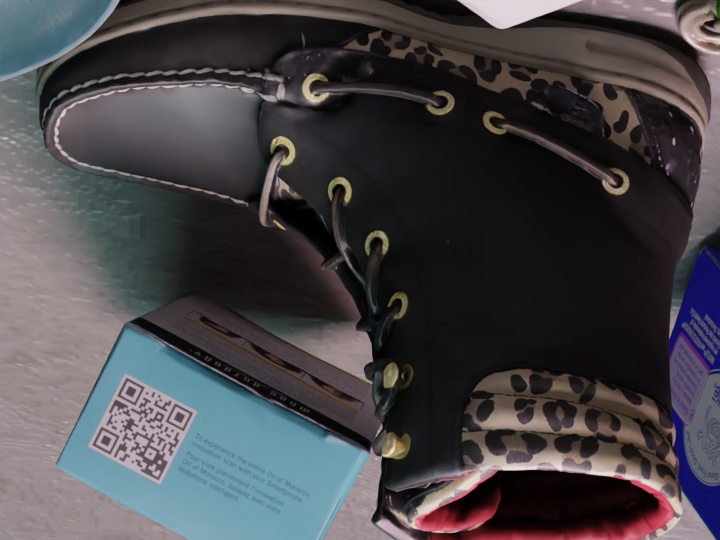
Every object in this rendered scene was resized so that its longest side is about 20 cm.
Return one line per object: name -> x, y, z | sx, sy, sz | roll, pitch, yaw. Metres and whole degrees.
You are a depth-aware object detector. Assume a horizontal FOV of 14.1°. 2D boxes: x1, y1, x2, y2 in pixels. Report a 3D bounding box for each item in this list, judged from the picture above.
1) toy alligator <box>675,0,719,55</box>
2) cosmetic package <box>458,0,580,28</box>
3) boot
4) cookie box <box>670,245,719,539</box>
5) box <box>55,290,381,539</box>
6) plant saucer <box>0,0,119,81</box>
toy alligator -> 0.106, -0.090, 0.760 | 0.059, 0.054, 0.200 | 5, 153, 1
cosmetic package -> 0.089, -0.135, 0.624 | 0.200, 0.102, 0.071 | -16, 147, 37
boot -> 0.001, -0.001, 0.841 | 0.203, 0.154, 0.074 | 4, 148, -1
cookie box -> 0.212, 0.076, 0.945 | 0.200, 0.171, 0.075 | 15, 107, -18
box -> -0.039, 0.050, 0.945 | 0.082, 0.049, 0.200 | 28, -177, 2
plant saucer -> -0.161, -0.109, 0.802 | 0.200, 0.027, 0.200 | 3, 153, 2
